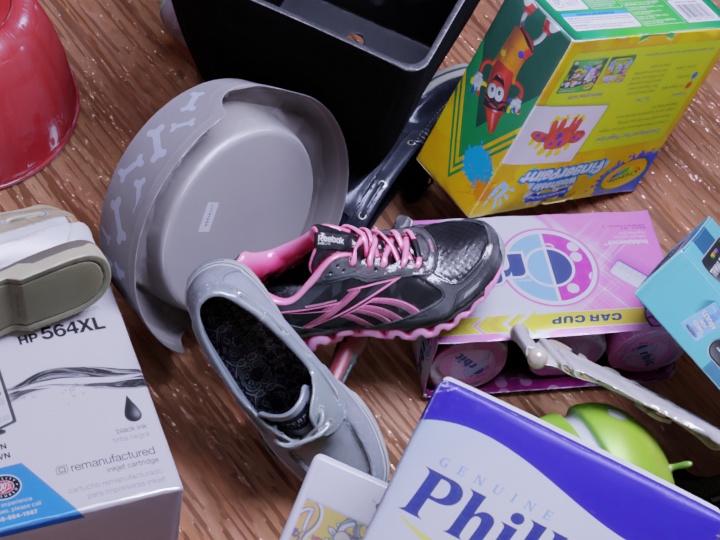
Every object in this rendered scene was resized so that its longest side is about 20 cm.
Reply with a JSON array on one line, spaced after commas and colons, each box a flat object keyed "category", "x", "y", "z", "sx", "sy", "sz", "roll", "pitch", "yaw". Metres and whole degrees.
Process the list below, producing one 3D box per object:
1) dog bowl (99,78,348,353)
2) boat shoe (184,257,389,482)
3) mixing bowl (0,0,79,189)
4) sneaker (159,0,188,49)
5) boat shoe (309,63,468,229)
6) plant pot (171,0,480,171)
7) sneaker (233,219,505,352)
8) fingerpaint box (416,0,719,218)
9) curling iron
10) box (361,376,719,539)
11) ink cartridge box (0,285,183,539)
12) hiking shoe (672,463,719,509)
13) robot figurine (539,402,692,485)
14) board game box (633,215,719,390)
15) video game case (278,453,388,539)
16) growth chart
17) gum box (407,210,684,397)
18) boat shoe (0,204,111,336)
[{"category": "dog bowl", "x": -0.098, "y": -0.042, "z": 1.432, "sx": 0.059, "sy": 0.201, "sz": 0.200, "roll": 31, "pitch": 51, "yaw": 35}, {"category": "boat shoe", "x": -0.051, "y": 0.084, "z": 1.353, "sx": 0.070, "sy": 0.201, "sz": 0.072, "roll": -34, "pitch": 16, "yaw": 11}, {"category": "mixing bowl", "x": -0.308, "y": -0.165, "z": 1.545, "sx": 0.198, "sy": 0.109, "sz": 0.201, "roll": 5, "pitch": 51, "yaw": -7}, {"category": "sneaker", "x": -0.092, "y": -0.138, "z": 1.580, "sx": 0.199, "sy": 0.078, "sz": 0.140, "roll": 26, "pitch": 51, "yaw": 12}, {"category": "boat shoe", "x": 0.033, "y": -0.085, "z": 1.566, "sx": 0.062, "sy": 0.075, "sz": 0.200, "roll": 39, "pitch": 59, "yaw": 13}, {"category": "plant pot", "x": -0.015, "y": -0.192, "z": 1.482, "sx": 0.198, "sy": 0.178, "sz": 0.201, "roll": 24, "pitch": 56, "yaw": 10}, {"category": "sneaker", "x": 0.000, "y": 0.000, "z": 1.396, "sx": 0.199, "sy": 0.096, "sz": 0.079, "roll": -16, "pitch": 52, "yaw": 2}, {"category": "fingerpaint box", "x": 0.161, "y": -0.133, "z": 1.526, "sx": 0.199, "sy": 0.167, "sz": 0.073, "roll": -11, "pitch": 51, "yaw": -43}, {"category": "curling iron", "x": -0.014, "y": 0.043, "z": 1.441, "sx": 0.049, "sy": 0.026, "sz": 0.201, "roll": 29, "pitch": 72, "yaw": 6}, {"category": "box", "x": 0.086, "y": 0.189, "z": 1.183, "sx": 0.183, "sy": 0.105, "sz": 0.201, "roll": 25, "pitch": 88, "yaw": 8}, {"category": "ink cartridge box", "x": -0.216, "y": 0.101, "z": 1.358, "sx": 0.145, "sy": 0.085, "sz": 0.201, "roll": -12, "pitch": 55, "yaw": -19}, {"category": "hiking shoe", "x": 0.289, "y": 0.168, "z": 1.398, "sx": 0.198, "sy": 0.076, "sz": 0.101, "roll": 10, "pitch": 53, "yaw": -1}, {"category": "robot figurine", "x": 0.116, "y": 0.159, "z": 1.335, "sx": 0.199, "sy": 0.175, "sz": 0.116, "roll": -22, "pitch": 97, "yaw": -8}, {"category": "board game box", "x": 0.282, "y": 0.062, "z": 1.416, "sx": 0.200, "sy": 0.047, "sz": 0.151, "roll": 48, "pitch": 19, "yaw": 4}, {"category": "video game case", "x": 0.016, "y": 0.240, "z": 1.251, "sx": 0.181, "sy": 0.023, "sz": 0.201, "roll": 23, "pitch": 89, "yaw": 9}, {"category": "growth chart", "x": 0.187, "y": 0.086, "z": 1.360, "sx": 0.199, "sy": 0.145, "sz": 0.018, "roll": 27, "pitch": 95, "yaw": 5}, {"category": "gum box", "x": 0.135, "y": 0.023, "z": 1.495, "sx": 0.198, "sy": 0.066, "sz": 0.114, "roll": -3, "pitch": 50, "yaw": -12}, {"category": "boat shoe", "x": -0.265, "y": 0.011, "z": 1.328, "sx": 0.199, "sy": 0.075, "sz": 0.069, "roll": -15, "pitch": 47, "yaw": -26}]
